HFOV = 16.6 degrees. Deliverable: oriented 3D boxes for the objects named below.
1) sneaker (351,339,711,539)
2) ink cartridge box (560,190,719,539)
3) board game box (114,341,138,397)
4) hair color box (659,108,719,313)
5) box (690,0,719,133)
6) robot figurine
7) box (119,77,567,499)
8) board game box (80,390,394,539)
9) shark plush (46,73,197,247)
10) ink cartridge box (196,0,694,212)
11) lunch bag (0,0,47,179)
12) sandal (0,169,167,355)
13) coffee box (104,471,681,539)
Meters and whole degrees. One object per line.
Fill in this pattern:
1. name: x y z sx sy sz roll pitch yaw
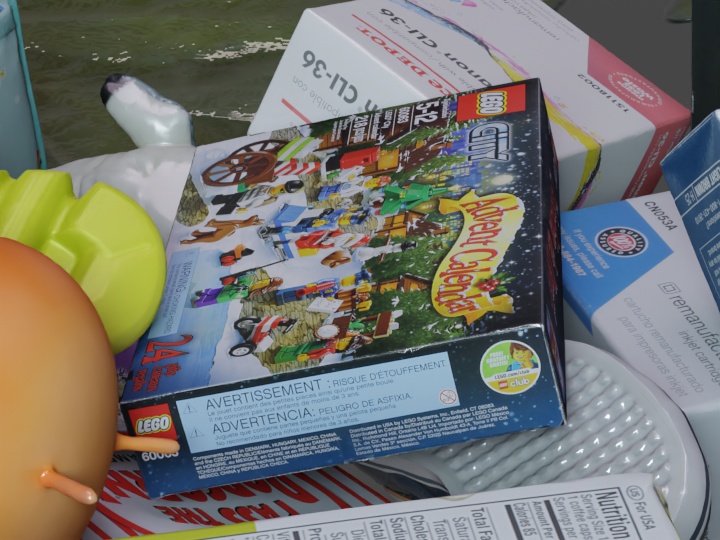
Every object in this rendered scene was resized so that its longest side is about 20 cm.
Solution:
1. sneaker: 0.063 0.067 0.837 0.079 0.079 0.200 -55 33 -6
2. ink cartridge box: 0.175 0.029 0.919 0.199 0.084 0.145 -12 31 -14
3. board game box: -0.117 0.009 0.928 0.199 0.032 0.120 17 18 1
4. hair color box: 0.184 0.034 0.806 0.099 0.201 0.061 -18 -11 -17
5. box: 0.228 -0.116 1.047 0.148 0.201 0.124 11 33 25
6. robot figurine: -0.157 0.036 0.716 0.199 0.144 0.117 13 55 11
7. box: 0.000 0.000 0.848 0.136 0.038 0.200 -12 25 9
8. board game box: -0.071 0.086 0.837 0.151 0.047 0.200 2 20 -43
9. shark plush: -0.046 -0.016 1.031 0.199 0.083 0.091 8 66 9
10. ink cartridge box: 0.038 -0.057 1.018 0.116 0.068 0.200 38 30 21
11. lunch bag: -0.223 -0.049 1.026 0.077 0.161 0.200 17 35 33
12. sandal: -0.162 -0.014 0.824 0.199 0.087 0.080 29 65 3
13. coffee box: -0.001 0.191 0.545 0.196 0.201 0.200 -7 29 -7
